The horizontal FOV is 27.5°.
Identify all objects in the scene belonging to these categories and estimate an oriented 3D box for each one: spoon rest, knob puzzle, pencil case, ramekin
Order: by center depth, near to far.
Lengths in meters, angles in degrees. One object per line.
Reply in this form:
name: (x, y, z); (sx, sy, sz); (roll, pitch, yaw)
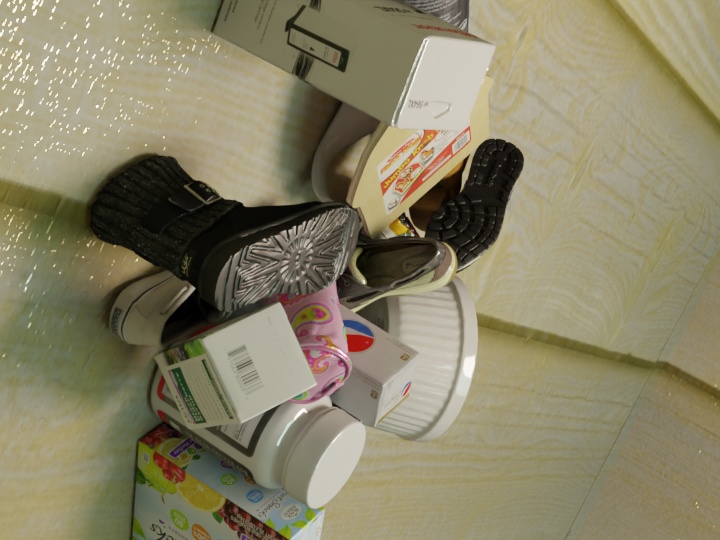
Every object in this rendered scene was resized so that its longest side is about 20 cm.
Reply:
pencil case: (-0.055, 0.032, 1.430); (0.201, 0.087, 0.088); (-98, -170, -47)
knob puzzle: (0.055, -0.138, 1.486); (0.219, 0.030, 0.220); (-38, 156, -20)
spoon rest: (-0.002, -0.149, 1.533); (0.099, 0.060, 0.201); (58, 50, -65)
ramekin: (0.039, 0.090, 1.688); (0.104, 0.200, 0.201); (12, 109, -25)

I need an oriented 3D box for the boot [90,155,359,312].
boot: (-0.113, -0.042, 1.278); (0.210, 0.157, 0.080); (-12, 124, -52)

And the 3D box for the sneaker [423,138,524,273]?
sneaker: (0.128, -0.052, 1.671); (0.200, 0.075, 0.088); (-55, 168, -34)

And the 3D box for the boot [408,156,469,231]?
boot: (0.088, -0.158, 1.665); (0.202, 0.070, 0.145); (85, 21, -46)

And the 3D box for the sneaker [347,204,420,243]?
sneaker: (0.015, -0.043, 1.665); (0.082, 0.078, 0.200); (-35, 161, 6)

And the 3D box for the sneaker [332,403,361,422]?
sneaker: (-0.043, 0.175, 1.620); (0.073, 0.081, 0.201); (-7, 122, -34)

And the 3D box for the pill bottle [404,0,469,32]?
pill bottle: (0.054, -0.281, 1.420); (0.106, 0.106, 0.201); (-47, 153, -29)

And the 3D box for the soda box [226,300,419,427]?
soda box: (-0.041, 0.074, 1.498); (0.068, 0.199, 0.064); (-37, 149, -43)

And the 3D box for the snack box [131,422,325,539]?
snack box: (-0.141, 0.270, 1.516); (0.068, 0.199, 0.170); (-34, 146, -44)

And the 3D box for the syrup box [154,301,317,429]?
syrup box: (-0.115, 0.088, 1.302); (0.081, 0.079, 0.200); (-25, -178, -21)

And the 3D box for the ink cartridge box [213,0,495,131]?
ink cartridge box: (-0.002, -0.200, 1.279); (0.146, 0.199, 0.085); (-10, 125, -61)

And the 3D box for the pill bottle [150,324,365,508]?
pill bottle: (-0.100, 0.144, 1.458); (0.114, 0.199, 0.114); (-44, 152, -32)

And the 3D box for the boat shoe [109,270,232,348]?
boat shoe: (-0.149, 0.021, 1.386); (0.200, 0.065, 0.072); (-27, 134, -54)

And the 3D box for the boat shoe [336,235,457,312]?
boat shoe: (0.001, 0.001, 1.557); (0.066, 0.199, 0.072); (53, 27, -60)
